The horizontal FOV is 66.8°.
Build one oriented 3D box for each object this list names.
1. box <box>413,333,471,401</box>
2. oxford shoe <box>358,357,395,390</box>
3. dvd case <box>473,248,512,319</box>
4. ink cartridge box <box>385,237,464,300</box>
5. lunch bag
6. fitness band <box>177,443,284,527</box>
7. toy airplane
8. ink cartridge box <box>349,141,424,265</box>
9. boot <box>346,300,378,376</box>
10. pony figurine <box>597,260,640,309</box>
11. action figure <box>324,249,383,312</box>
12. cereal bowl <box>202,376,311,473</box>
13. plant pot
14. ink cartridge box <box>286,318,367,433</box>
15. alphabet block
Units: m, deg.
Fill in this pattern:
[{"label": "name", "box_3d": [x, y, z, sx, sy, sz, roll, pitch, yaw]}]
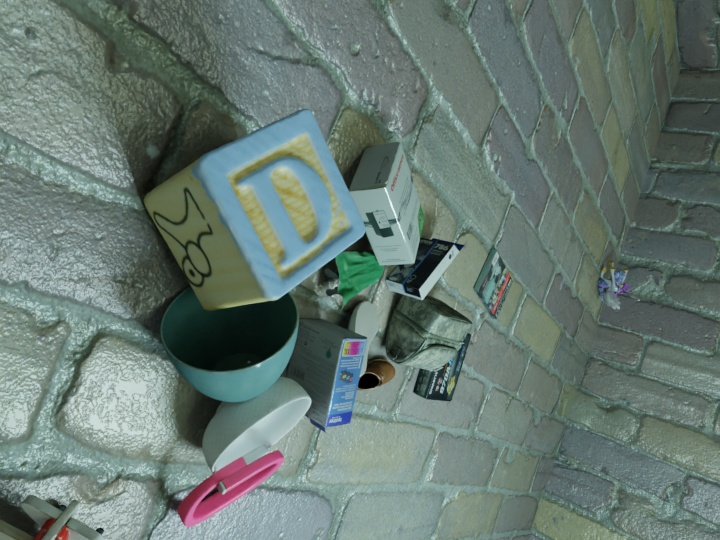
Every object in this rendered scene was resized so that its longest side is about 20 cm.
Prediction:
[{"label": "box", "box_3d": [0.231, 0.257, 1.519, 0.158, 0.046, 0.203, 22, 85, -52]}, {"label": "oxford shoe", "box_3d": [0.028, 0.246, 1.243, 0.199, 0.071, 0.073, 3, 98, -53]}, {"label": "dvd case", "box_3d": [0.417, 0.045, 1.701, 0.147, 0.022, 0.200, -62, 142, -16]}, {"label": "ink cartridge box", "box_3d": [0.154, -0.020, 1.285, 0.200, 0.098, 0.040, -48, 134, -31]}, {"label": "lunch bag", "box_3d": [0.159, 0.158, 1.332, 0.199, 0.139, 0.169, 19, 104, -52]}, {"label": "fitness band", "box_3d": [-0.218, 0.369, 0.944, 0.198, 0.038, 0.144, -18, 149, -45]}, {"label": "toy airplane", "box_3d": [-0.384, 0.354, 0.655, 0.142, 0.197, 0.201, -59, 141, -37]}, {"label": "ink cartridge box", "box_3d": [0.059, -0.133, 1.105, 0.148, 0.082, 0.202, -71, 148, -42]}, {"label": "boot", "box_3d": [-0.026, 0.151, 1.151, 0.073, 0.090, 0.201, 47, 36, -21]}, {"label": "pony figurine", "box_3d": [1.212, 0.080, 2.599, 0.164, 0.193, 0.203, -10, 115, -14]}, {"label": "action figure", "box_3d": [0.000, 0.000, 1.134, 0.199, 0.054, 0.120, -23, 119, -53]}, {"label": "cereal bowl", "box_3d": [-0.185, 0.250, 0.932, 0.199, 0.084, 0.201, -36, 160, -15]}, {"label": "plant pot", "box_3d": [-0.191, 0.122, 0.838, 0.199, 0.199, 0.136, -37, 143, -38]}, {"label": "ink cartridge box", "box_3d": [-0.074, 0.207, 1.045, 0.076, 0.135, 0.203, 10, 95, -46]}, {"label": "alphabet block", "box_3d": [-0.147, -0.077, 0.762, 0.196, 0.199, 0.198, -35, 107, -38]}]
